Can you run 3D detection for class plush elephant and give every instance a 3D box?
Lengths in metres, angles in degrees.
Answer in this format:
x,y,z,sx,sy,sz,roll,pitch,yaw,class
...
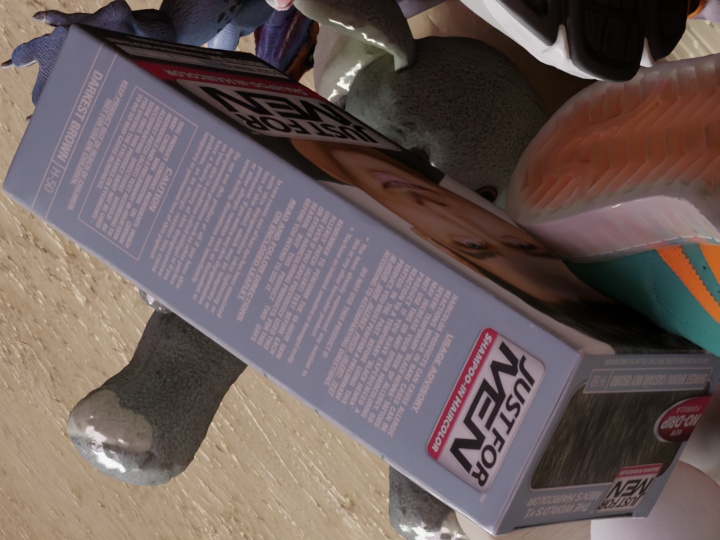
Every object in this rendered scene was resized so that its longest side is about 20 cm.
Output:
x,y,z,sx,sy,sz,roll,pitch,yaw,class
0.014,-0.014,0.932,0.164,0.201,0.155,22,154,-7,plush elephant

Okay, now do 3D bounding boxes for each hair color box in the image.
x,y,z,sx,sy,sz,roll,pitch,yaw,class
0.000,0.000,0.805,0.200,0.061,0.099,34,-164,28,hair color box

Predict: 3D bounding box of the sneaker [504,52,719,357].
x,y,z,sx,sy,sz,roll,pitch,yaw,class
0.120,-0.013,0.702,0.080,0.072,0.200,38,167,-23,sneaker

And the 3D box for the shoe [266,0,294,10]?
x,y,z,sx,sy,sz,roll,pitch,yaw,class
-0.019,-0.118,0.652,0.071,0.091,0.200,34,-175,-1,shoe

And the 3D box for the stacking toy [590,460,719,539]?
x,y,z,sx,sy,sz,roll,pitch,yaw,class
0.139,0.145,0.854,0.201,0.146,0.146,60,161,11,stacking toy

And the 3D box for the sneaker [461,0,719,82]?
x,y,z,sx,sy,sz,roll,pitch,yaw,class
0.047,-0.093,0.698,0.092,0.200,0.076,11,99,26,sneaker

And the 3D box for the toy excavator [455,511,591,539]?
x,y,z,sx,sy,sz,roll,pitch,yaw,class
0.099,0.178,0.950,0.200,0.100,0.195,54,169,20,toy excavator

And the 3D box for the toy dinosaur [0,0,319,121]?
x,y,z,sx,sy,sz,roll,pitch,yaw,class
-0.046,-0.096,0.924,0.199,0.181,0.106,-13,93,41,toy dinosaur

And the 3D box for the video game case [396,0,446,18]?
x,y,z,sx,sy,sz,roll,pitch,yaw,class
0.001,-0.176,0.890,0.183,0.023,0.200,54,158,-9,video game case

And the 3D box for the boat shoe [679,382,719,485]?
x,y,z,sx,sy,sz,roll,pitch,yaw,class
0.152,0.080,0.924,0.070,0.070,0.201,-13,107,32,boat shoe
